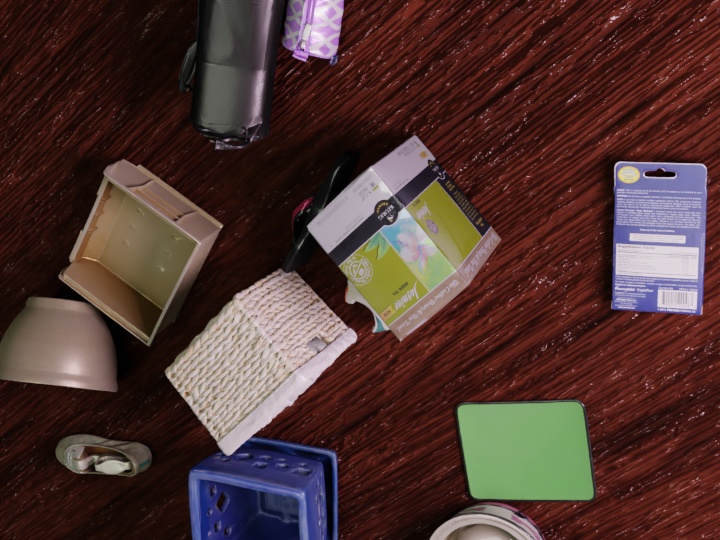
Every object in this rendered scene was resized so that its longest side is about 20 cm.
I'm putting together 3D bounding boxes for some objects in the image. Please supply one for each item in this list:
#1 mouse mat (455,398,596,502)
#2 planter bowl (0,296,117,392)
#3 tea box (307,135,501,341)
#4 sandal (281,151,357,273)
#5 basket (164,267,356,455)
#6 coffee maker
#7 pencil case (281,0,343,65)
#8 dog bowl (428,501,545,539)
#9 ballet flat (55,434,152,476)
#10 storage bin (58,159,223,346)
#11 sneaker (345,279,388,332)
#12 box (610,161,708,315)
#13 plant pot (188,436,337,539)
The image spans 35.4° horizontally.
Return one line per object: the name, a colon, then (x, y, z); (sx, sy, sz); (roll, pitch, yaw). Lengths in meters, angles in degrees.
mouse mat: (0.242, 0.266, 1.656); (0.196, 0.008, 0.164); (-4, 106, 23)
planter bowl: (-0.478, 0.115, 1.796); (0.196, 0.200, 0.138); (5, 83, 19)
tea box: (0.064, -0.048, 1.509); (0.133, 0.200, 0.197); (-41, 90, 27)
sandal: (-0.066, -0.088, 1.623); (0.045, 0.075, 0.202); (32, 109, 15)
basket: (-0.146, 0.128, 1.656); (0.161, 0.198, 0.200); (47, 118, 5)
coffee maker: (-0.161, -0.287, 1.525); (0.132, 0.192, 0.204); (-3, 115, -24)
pencil case: (-0.058, -0.383, 1.508); (0.083, 0.085, 0.204); (16, 112, 17)
dog bowl: (0.198, 0.439, 1.695); (0.196, 0.074, 0.204); (7, 109, 20)
ballet flat: (-0.447, 0.316, 1.908); (0.196, 0.062, 0.069); (-4, 106, 23)
storage bin: (-0.342, -0.033, 1.732); (0.197, 0.094, 0.202); (34, 117, 7)
sneaker: (0.000, 0.000, 1.622); (0.093, 0.070, 0.201); (-31, 97, 21)
box: (0.391, -0.045, 1.477); (0.119, 0.032, 0.204); (4, 110, 20)
plant pot: (-0.136, 0.370, 1.741); (0.196, 0.180, 0.204); (6, 110, 20)
